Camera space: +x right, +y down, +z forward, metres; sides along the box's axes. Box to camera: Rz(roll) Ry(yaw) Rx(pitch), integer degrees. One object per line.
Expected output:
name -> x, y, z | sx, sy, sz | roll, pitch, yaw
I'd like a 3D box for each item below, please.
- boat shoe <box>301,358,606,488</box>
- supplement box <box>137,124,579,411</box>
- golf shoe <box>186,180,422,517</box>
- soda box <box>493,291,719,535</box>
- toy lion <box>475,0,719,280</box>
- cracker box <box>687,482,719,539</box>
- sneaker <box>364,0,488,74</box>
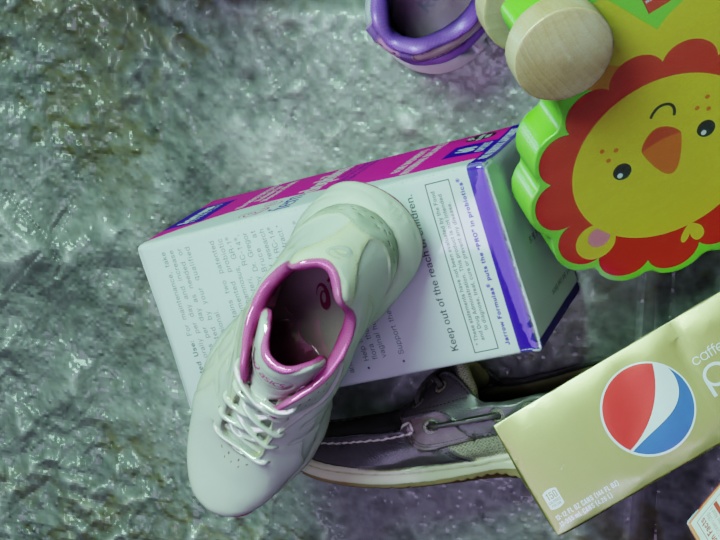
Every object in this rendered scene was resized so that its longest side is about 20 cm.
boat shoe -> 0.062, 0.079, 0.855 | 0.201, 0.072, 0.066 | -4, 100, 15
supplement box -> 0.000, 0.000, 0.830 | 0.200, 0.101, 0.103 | -14, 102, 22
golf shoe -> -0.044, 0.049, 0.756 | 0.075, 0.092, 0.200 | 30, 116, 6
soda box -> 0.169, 0.054, 0.766 | 0.200, 0.068, 0.064 | -32, 78, 5
toy lion -> 0.157, -0.090, 0.737 | 0.200, 0.069, 0.192 | -32, 128, 7
cracker box -> 0.268, 0.088, 0.714 | 0.134, 0.058, 0.200 | 32, 105, -17
sneaker -> 0.063, -0.178, 0.758 | 0.080, 0.088, 0.200 | 35, 114, 7
